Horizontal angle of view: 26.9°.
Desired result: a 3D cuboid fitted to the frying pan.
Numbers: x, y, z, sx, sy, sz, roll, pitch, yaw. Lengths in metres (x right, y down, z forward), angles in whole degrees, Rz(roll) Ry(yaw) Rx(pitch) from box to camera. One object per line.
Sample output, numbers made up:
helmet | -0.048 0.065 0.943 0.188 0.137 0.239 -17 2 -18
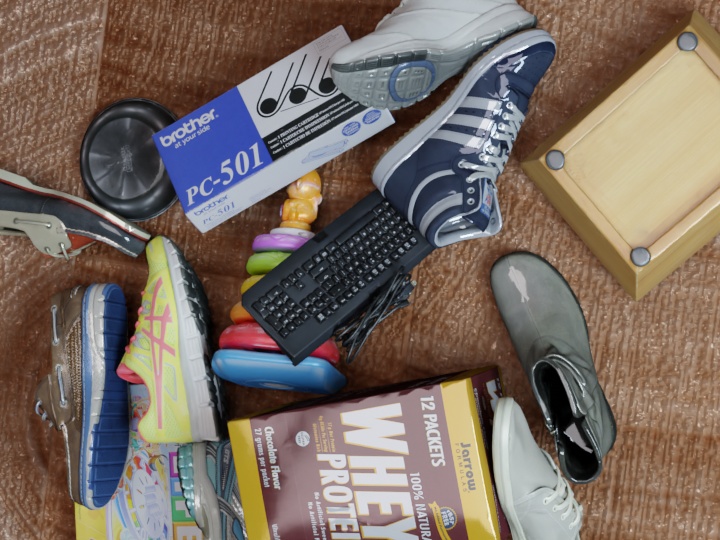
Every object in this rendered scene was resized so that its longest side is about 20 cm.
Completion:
frying pan | -0.179 -0.095 1.397 0.188 0.031 0.116 14 94 16

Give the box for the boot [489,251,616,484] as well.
boot | 0.162 0.074 1.256 0.067 0.131 0.202 -25 84 12

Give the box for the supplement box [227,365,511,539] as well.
supplement box | 0.021 0.166 1.256 0.198 0.197 0.134 -11 87 13

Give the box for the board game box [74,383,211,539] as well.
board game box | -0.197 0.204 1.392 0.133 0.034 0.203 -4 88 13

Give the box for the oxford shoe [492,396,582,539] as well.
oxford shoe | 0.145 0.182 1.199 0.057 0.075 0.202 -6 121 22

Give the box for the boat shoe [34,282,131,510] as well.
boat shoe | -0.251 0.113 1.359 0.072 0.072 0.202 -2 79 18

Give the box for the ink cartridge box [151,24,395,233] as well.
ink cartridge box | -0.078 -0.125 1.334 0.199 0.044 0.095 -30 61 4

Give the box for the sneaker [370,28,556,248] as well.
sneaker | 0.110 -0.106 1.286 0.200 0.070 0.109 -43 59 12

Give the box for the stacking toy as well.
stacking toy | -0.063 0.003 1.337 0.108 0.116 0.202 5 79 11

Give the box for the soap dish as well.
soap dish | 0.255 -0.098 1.261 0.200 0.081 0.158 -41 80 9

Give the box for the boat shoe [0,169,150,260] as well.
boat shoe | -0.283 -0.042 1.392 0.198 0.071 0.063 18 81 22

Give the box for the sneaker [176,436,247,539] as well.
sneaker | -0.097 0.235 1.305 0.085 0.078 0.202 -18 74 -1

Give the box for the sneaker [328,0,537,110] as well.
sneaker | 0.053 -0.200 1.291 0.199 0.075 0.088 -21 65 -28

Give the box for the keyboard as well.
keyboard | 0.000 0.000 1.288 0.104 0.040 0.200 45 62 8

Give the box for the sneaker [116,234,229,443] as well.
sneaker | -0.179 0.063 1.345 0.089 0.078 0.202 -16 65 7
